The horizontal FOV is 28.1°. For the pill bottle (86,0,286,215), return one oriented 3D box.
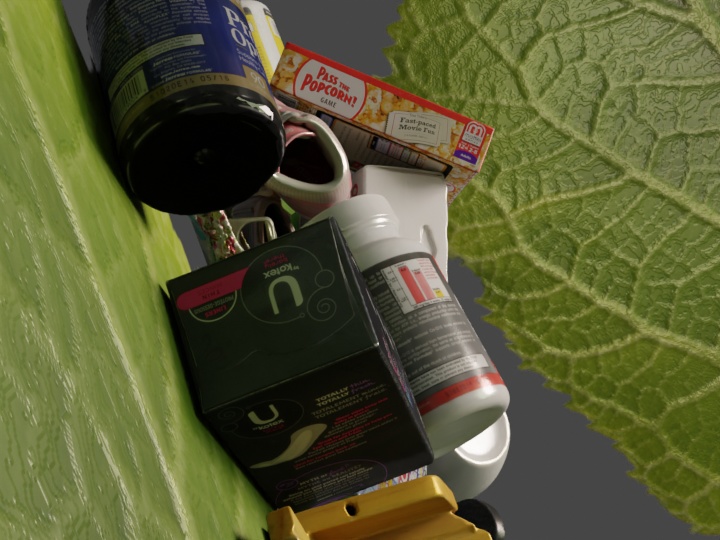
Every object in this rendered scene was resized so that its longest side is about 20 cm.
[{"bbox_3d":[-0.127,-0.146,0.985,0.112,0.111,0.201,65,4,-55],"label":"pill bottle"}]

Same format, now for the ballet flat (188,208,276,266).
[{"bbox_3d":[-0.105,-0.041,1.141,0.076,0.064,0.201,-99,167,-74],"label":"ballet flat"}]

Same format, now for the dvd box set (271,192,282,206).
[{"bbox_3d":[-0.108,-0.110,1.376,0.147,0.029,0.201,-121,-160,-58],"label":"dvd box set"}]

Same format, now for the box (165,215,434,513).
[{"bbox_3d":[-0.036,0.071,0.977,0.200,0.121,0.107,66,4,-59],"label":"box"}]

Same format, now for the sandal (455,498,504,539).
[{"bbox_3d":[0.078,0.264,1.289,0.200,0.048,0.076,-46,-146,45],"label":"sandal"}]

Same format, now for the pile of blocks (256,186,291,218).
[{"bbox_3d":[-0.110,-0.041,1.292,0.082,0.062,0.201,-26,-85,48],"label":"pile of blocks"}]

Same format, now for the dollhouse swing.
[{"bbox_3d":[0.038,0.227,0.907,0.176,0.180,0.201,110,-37,-62],"label":"dollhouse swing"}]

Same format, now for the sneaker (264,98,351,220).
[{"bbox_3d":[-0.087,-0.120,1.170,0.200,0.076,0.105,38,-8,0],"label":"sneaker"}]

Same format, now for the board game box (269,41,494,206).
[{"bbox_3d":[0.010,-0.128,1.320,0.152,0.199,0.047,129,-17,-77],"label":"board game box"}]

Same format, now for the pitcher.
[{"bbox_3d":[0.060,0.204,1.409,0.200,0.120,0.173,-37,-131,51],"label":"pitcher"}]

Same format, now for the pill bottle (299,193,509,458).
[{"bbox_3d":[0.025,0.047,1.147,0.201,0.115,0.116,62,0,19],"label":"pill bottle"}]

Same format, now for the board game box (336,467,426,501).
[{"bbox_3d":[0.010,0.177,1.207,0.200,0.061,0.201,57,34,-54],"label":"board game box"}]

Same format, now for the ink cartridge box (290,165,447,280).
[{"bbox_3d":[0.000,0.000,1.332,0.200,0.083,0.146,152,-60,-62],"label":"ink cartridge box"}]

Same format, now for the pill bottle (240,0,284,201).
[{"bbox_3d":[-0.116,-0.175,1.523,0.112,0.111,0.201,57,12,-79],"label":"pill bottle"}]

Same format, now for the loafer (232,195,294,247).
[{"bbox_3d":[-0.061,0.031,1.225,0.063,0.072,0.201,-13,-76,52],"label":"loafer"}]
